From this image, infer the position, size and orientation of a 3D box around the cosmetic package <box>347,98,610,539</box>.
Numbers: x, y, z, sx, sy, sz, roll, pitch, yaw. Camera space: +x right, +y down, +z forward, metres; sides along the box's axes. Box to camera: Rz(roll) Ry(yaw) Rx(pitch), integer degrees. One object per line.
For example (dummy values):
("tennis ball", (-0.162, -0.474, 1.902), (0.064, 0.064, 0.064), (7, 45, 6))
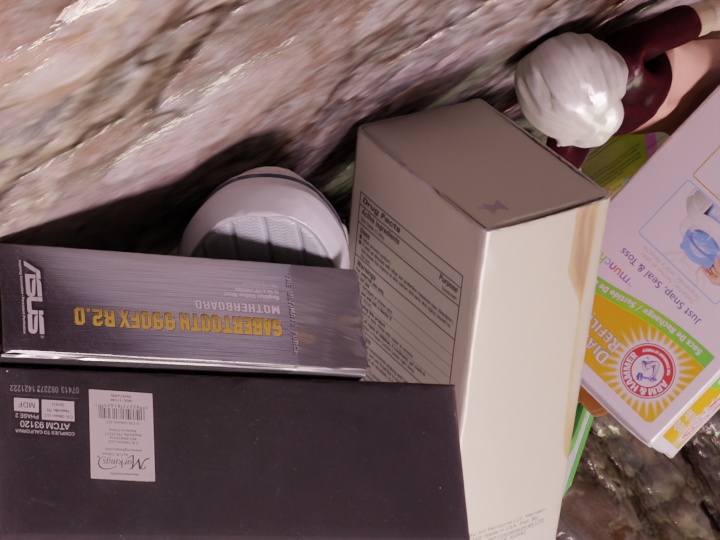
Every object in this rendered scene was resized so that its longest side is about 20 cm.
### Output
("cosmetic package", (0.045, 0.035, 1.104), (0.071, 0.105, 0.200), (-15, 129, -31))

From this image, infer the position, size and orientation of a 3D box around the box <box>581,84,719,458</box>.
("box", (0.185, -0.011, 1.235), (0.200, 0.101, 0.112), (-46, 166, 2))

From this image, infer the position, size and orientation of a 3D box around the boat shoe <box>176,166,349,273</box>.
("boat shoe", (-0.042, -0.008, 1.067), (0.073, 0.067, 0.200), (5, 156, -2))

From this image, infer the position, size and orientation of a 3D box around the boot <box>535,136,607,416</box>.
("boot", (0.103, 0.012, 1.362), (0.077, 0.155, 0.200), (-28, 169, 9))

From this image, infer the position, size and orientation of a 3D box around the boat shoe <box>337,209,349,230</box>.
("boat shoe", (0.000, 0.000, 1.246), (0.068, 0.072, 0.200), (-25, 175, -5))

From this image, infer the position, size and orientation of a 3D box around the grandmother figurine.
("grandmother figurine", (0.128, -0.089, 1.179), (0.121, 0.061, 0.200), (-59, 160, 16))

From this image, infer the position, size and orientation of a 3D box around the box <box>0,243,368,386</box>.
("box", (-0.111, 0.049, 1.033), (0.158, 0.048, 0.200), (5, 158, -27))

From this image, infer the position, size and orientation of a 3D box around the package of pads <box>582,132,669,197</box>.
("package of pads", (0.227, -0.066, 1.417), (0.154, 0.068, 0.200), (10, 156, -21))

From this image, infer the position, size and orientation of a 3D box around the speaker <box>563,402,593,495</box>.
("speaker", (0.095, 0.080, 1.450), (0.088, 0.088, 0.200), (-33, -161, 36))

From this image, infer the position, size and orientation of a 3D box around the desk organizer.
("desk organizer", (-0.063, 0.087, 0.976), (0.200, 0.072, 0.077), (4, 160, -25))
